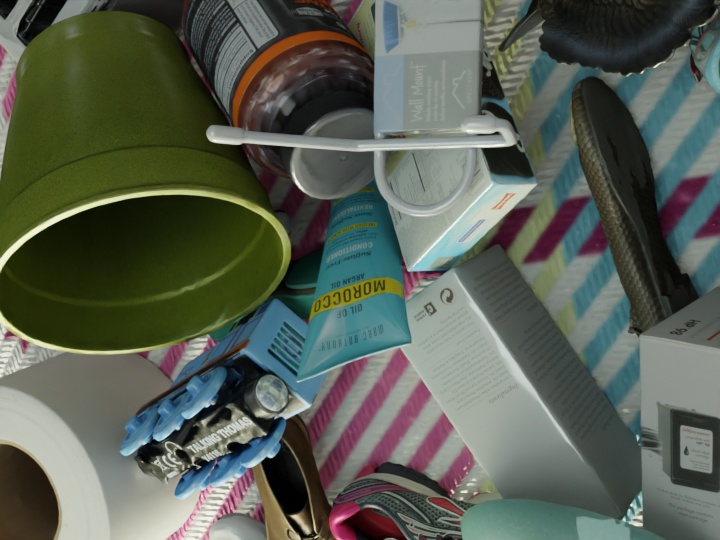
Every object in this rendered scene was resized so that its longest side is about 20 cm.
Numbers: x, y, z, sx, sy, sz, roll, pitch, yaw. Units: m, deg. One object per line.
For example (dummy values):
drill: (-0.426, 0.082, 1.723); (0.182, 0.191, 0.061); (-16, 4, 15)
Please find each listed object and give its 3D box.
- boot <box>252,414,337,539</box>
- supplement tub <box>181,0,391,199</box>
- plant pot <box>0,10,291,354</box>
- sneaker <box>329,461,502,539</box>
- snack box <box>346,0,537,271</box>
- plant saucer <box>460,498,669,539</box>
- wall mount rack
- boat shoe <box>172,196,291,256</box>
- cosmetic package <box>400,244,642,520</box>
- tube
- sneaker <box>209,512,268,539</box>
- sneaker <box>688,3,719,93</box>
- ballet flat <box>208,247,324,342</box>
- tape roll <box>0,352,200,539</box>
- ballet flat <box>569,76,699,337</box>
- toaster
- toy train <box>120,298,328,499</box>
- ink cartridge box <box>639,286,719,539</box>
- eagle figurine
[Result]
boot: (-0.047, 0.216, 0.855); (0.074, 0.075, 0.200); (-21, 94, -2)
supplement tub: (-0.049, -0.136, 0.723); (0.107, 0.107, 0.200); (-55, 44, 25)
plant pot: (-0.168, -0.073, 0.739); (0.200, 0.200, 0.193); (-34, 57, 28)
sneaker: (0.071, 0.213, 0.805); (0.200, 0.075, 0.081); (9, 105, 24)
snack box: (0.045, -0.114, 0.698); (0.116, 0.037, 0.200); (-48, 51, 52)
plant saucer: (0.154, 0.215, 0.676); (0.200, 0.036, 0.200); (20, 150, 12)
wall mount rack: (0.005, -0.134, 0.607); (0.174, 0.075, 0.200); (0, 86, 17)
boat shoe: (-0.148, -0.047, 0.864); (0.202, 0.075, 0.086); (-11, 86, 35)
cosmetic package: (0.114, 0.088, 0.741); (0.071, 0.101, 0.200); (-38, 83, 28)
tube: (0.000, 0.000, 0.719); (0.077, 0.200, 0.050); (-24, 122, 19)
sneaker: (-0.086, 0.308, 0.897); (0.074, 0.087, 0.200); (-21, 90, 30)
sneaker: (0.278, -0.180, 0.612); (0.200, 0.096, 0.079); (-34, 113, 4)
ballet flat: (-0.049, 0.022, 0.836); (0.200, 0.067, 0.070); (-9, 121, 28)
tape roll: (-0.261, 0.179, 0.925); (0.203, 0.139, 0.203); (6, 103, 25)
ballet flat: (0.180, -0.033, 0.708); (0.046, 0.067, 0.200); (-17, 98, 45)
toaster: (-0.208, -0.226, 0.814); (0.200, 0.129, 0.114); (-44, 80, 27)
toy train: (-0.108, 0.105, 0.814); (0.087, 0.114, 0.200); (43, 138, -13)
ink cartridge box: (0.233, 0.084, 0.659); (0.067, 0.116, 0.200); (9, 110, 41)
eagle figurine: (0.155, -0.195, 0.628); (0.200, 0.151, 0.152); (25, 100, 27)
